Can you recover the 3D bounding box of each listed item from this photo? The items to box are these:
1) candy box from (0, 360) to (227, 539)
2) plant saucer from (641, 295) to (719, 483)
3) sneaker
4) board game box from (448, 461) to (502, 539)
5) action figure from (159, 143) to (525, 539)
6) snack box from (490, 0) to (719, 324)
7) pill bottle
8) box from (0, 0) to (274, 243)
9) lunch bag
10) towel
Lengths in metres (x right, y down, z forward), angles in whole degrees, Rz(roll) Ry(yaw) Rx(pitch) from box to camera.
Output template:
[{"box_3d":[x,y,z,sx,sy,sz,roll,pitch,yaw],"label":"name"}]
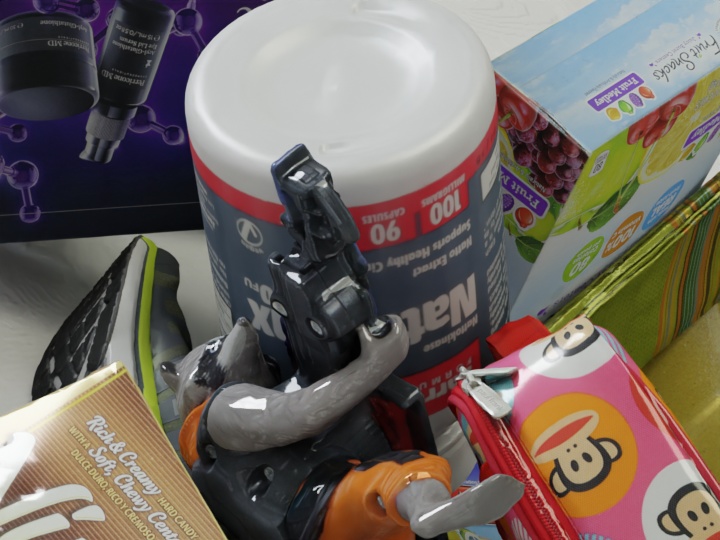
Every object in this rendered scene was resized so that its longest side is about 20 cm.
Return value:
[{"box_3d":[-0.089,0.134,0.924,0.115,0.056,0.200,-24,50,-13],"label":"candy box"},{"box_3d":[0.217,0.051,1.395,0.199,0.048,0.201,26,32,-26],"label":"plant saucer"},{"box_3d":[-0.082,0.065,1.104,0.081,0.074,0.201,30,31,-25],"label":"sneaker"},{"box_3d":[0.092,0.139,1.184,0.199,0.029,0.135,8,36,-38],"label":"board game box"},{"box_3d":[-0.015,0.065,0.972,0.104,0.201,0.193,-31,36,-17],"label":"action figure"},{"box_3d":[0.093,-0.031,1.242,0.068,0.201,0.168,42,46,17],"label":"snack box"},{"box_3d":[0.000,0.000,1.092,0.119,0.201,0.120,-4,43,4],"label":"pill bottle"},{"box_3d":[-0.074,-0.094,1.154,0.198,0.142,0.079,-4,32,-7],"label":"box"},{"box_3d":[0.097,0.094,1.033,0.177,0.082,0.200,58,-1,17],"label":"lunch bag"},{"box_3d":[0.126,0.025,1.268,0.018,0.087,0.200,30,49,27],"label":"towel"}]
